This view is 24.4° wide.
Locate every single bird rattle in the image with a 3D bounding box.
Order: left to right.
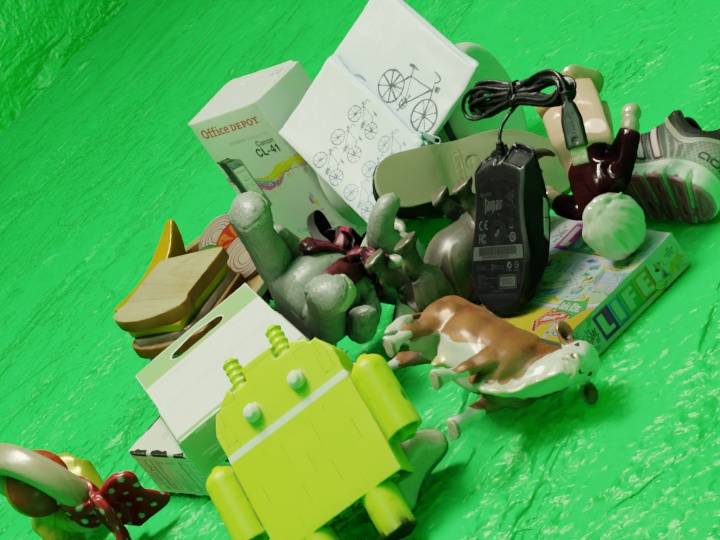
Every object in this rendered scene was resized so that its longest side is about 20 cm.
[{"bbox_3d":[-0.285,0.219,1.564,0.114,0.162,0.200,-63,18,-15],"label":"bird rattle"}]

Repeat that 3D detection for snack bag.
[{"bbox_3d":[0.018,-0.174,1.696,0.201,0.021,0.189,-54,50,13],"label":"snack bag"}]

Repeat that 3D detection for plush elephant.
[{"bbox_3d":[0.000,0.000,1.536,0.154,0.201,0.164,-36,49,-15],"label":"plush elephant"}]

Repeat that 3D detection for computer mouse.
[{"bbox_3d":[0.148,-0.067,1.380,0.046,0.203,0.140,1,-8,-37],"label":"computer mouse"}]

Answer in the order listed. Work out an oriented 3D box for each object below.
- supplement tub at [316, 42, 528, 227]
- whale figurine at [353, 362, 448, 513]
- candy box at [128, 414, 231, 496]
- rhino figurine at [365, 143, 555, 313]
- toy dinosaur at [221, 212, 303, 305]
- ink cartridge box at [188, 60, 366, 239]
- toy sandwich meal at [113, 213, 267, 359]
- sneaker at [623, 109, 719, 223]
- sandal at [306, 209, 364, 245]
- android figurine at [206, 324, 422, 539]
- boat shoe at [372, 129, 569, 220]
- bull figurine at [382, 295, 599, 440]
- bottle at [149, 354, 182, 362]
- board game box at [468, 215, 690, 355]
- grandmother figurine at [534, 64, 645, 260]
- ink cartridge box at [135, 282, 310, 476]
[{"bbox_3d":[0.062,-0.138,1.758,0.199,0.146,0.146,-24,24,32],"label":"supplement tub"},{"bbox_3d":[-0.012,0.149,1.365,0.198,0.104,0.160,15,66,37],"label":"whale figurine"},{"bbox_3d":[-0.113,0.145,1.559,0.199,0.061,0.137,-4,39,54],"label":"candy box"},{"bbox_3d":[0.102,-0.038,1.461,0.200,0.088,0.060,-44,16,-15],"label":"rhino figurine"},{"bbox_3d":[-0.125,0.003,1.812,0.198,0.104,0.135,-3,17,-29],"label":"toy dinosaur"},{"bbox_3d":[-0.080,-0.121,1.876,0.147,0.201,0.086,-10,32,51],"label":"ink cartridge box"},{"bbox_3d":[-0.173,0.007,1.711,0.204,0.070,0.206,-27,33,20],"label":"toy sandwich meal"},{"bbox_3d":[0.258,-0.095,1.451,0.087,0.074,0.199,-44,26,-19],"label":"sneaker"},{"bbox_3d":[-0.009,-0.010,1.712,0.045,0.075,0.200,-37,28,5],"label":"sandal"},{"bbox_3d":[-0.040,0.137,1.296,0.181,0.201,0.041,-36,-22,13],"label":"android figurine"},{"bbox_3d":[0.109,-0.092,1.618,0.198,0.075,0.063,-6,-9,-5],"label":"boat shoe"},{"bbox_3d":[0.095,0.072,1.296,0.120,0.066,0.199,-19,22,-26],"label":"bull figurine"},{"bbox_3d":[-0.137,0.085,1.717,0.083,0.066,0.199,-41,19,-34],"label":"bottle"},{"bbox_3d":[0.170,0.015,1.410,0.134,0.034,0.199,-43,21,-15],"label":"board game box"},{"bbox_3d":[0.198,-0.089,1.394,0.201,0.060,0.122,-98,29,-45],"label":"grandmother figurine"},{"bbox_3d":[-0.122,0.095,1.522,0.145,0.048,0.200,-40,21,-6],"label":"ink cartridge box"}]
